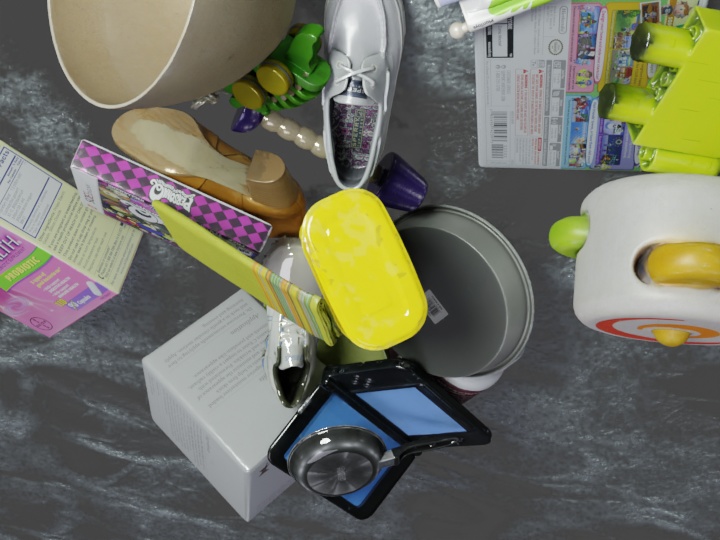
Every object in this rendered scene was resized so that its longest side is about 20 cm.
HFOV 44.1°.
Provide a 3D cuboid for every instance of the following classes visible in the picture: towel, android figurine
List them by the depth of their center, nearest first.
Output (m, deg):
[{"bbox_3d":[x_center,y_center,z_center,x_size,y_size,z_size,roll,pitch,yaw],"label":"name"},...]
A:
[{"bbox_3d":[0.304,-0.145,0.728,0.200,0.041,0.182,9,140,-11],"label":"android figurine"},{"bbox_3d":[-0.105,-0.001,0.821,0.200,0.018,0.086,31,159,22],"label":"towel"}]

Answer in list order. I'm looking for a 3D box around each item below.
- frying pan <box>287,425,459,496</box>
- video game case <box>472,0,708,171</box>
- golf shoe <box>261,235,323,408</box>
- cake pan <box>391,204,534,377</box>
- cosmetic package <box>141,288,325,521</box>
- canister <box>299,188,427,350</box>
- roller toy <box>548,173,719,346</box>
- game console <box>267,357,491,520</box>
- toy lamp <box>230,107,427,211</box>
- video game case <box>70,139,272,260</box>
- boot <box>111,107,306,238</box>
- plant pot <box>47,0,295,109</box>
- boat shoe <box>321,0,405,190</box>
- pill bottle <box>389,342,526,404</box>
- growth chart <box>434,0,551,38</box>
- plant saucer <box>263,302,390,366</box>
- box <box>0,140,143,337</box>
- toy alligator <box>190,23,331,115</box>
[{"bbox_3d":[0.010,0.225,1.017,0.190,0.031,0.115,11,126,-19],"label":"frying pan"},{"bbox_3d":[0.192,-0.164,0.774,0.182,0.022,0.200,3,142,12],"label":"video game case"},{"bbox_3d":[-0.070,0.061,0.980,0.078,0.097,0.200,-2,122,-8],"label":"golf shoe"},{"bbox_3d":[0.087,0.030,0.955,0.200,0.037,0.201,15,118,31],"label":"cake pan"},{"bbox_3d":[-0.145,0.169,1.123,0.200,0.165,0.165,42,150,21],"label":"cosmetic package"},{"bbox_3d":[0.000,0.000,0.846,0.086,0.149,0.200,-25,180,-2],"label":"canister"},{"bbox_3d":[0.292,0.000,0.819,0.182,0.140,0.200,13,167,-29],"label":"roller toy"},{"bbox_3d":[0.027,0.202,1.030,0.176,0.117,0.200,-12,140,37],"label":"game console"},{"bbox_3d":[-0.026,-0.114,0.869,0.200,0.058,0.058,23,142,-17],"label":"toy lamp"},{"bbox_3d":[-0.200,-0.060,0.938,0.200,0.036,0.181,25,168,-10],"label":"video game case"},{"bbox_3d":[-0.152,-0.091,0.931,0.201,0.071,0.144,19,159,12],"label":"boot"},{"bbox_3d":[-0.128,-0.219,0.676,0.134,0.201,0.200,-4,162,-46],"label":"plant pot"},{"bbox_3d":[-0.004,-0.161,0.763,0.072,0.069,0.200,10,127,-2],"label":"boat shoe"},{"bbox_3d":[0.104,0.108,1.082,0.114,0.114,0.200,25,142,-17],"label":"pill bottle"},{"bbox_3d":[0.069,-0.265,0.660,0.145,0.018,0.200,-20,125,33],"label":"growth chart"},{"bbox_3d":[-0.035,0.079,1.093,0.200,0.031,0.200,27,139,26],"label":"plant saucer"},{"bbox_3d":[-0.396,-0.029,1.050,0.200,0.097,0.176,36,137,-29],"label":"box"},{"bbox_3d":[-0.080,-0.159,0.772,0.054,0.059,0.200,45,148,-22],"label":"toy alligator"}]
